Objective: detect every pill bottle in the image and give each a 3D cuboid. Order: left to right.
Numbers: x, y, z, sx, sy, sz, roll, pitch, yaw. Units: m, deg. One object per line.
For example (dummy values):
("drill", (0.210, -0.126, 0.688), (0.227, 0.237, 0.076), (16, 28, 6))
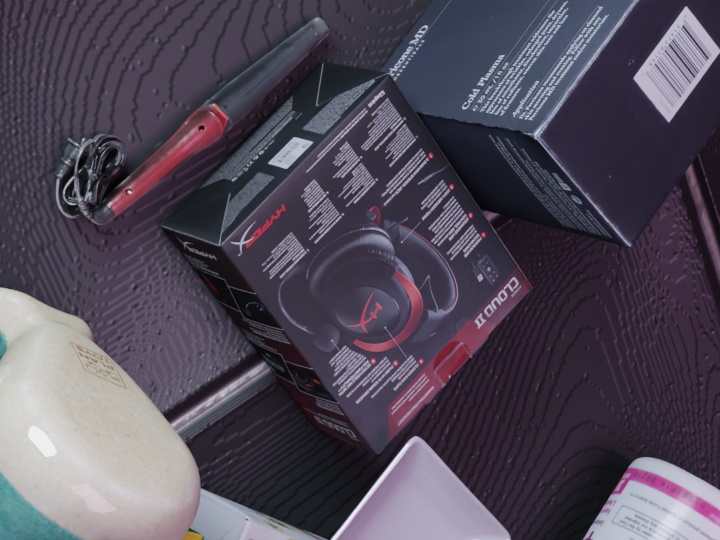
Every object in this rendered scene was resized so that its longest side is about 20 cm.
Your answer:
("pill bottle", (0.178, 0.235, 1.499), (0.113, 0.113, 0.200), (42, 76, -33))

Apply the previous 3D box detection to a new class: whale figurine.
("whale figurine", (-0.166, 0.093, 1.203), (0.159, 0.200, 0.104), (26, 111, -36))

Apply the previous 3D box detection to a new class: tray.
("tray", (-0.003, 0.202, 1.326), (0.200, 0.022, 0.107), (-51, 123, -15))

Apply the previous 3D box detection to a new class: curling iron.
("curling iron", (-0.093, -0.091, 1.298), (0.200, 0.026, 0.050), (-35, 120, -24))

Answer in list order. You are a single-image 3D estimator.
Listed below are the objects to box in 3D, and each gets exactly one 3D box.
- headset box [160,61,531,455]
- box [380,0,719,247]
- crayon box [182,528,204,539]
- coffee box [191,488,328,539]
("headset box", (0.000, 0.000, 1.351), (0.149, 0.075, 0.200), (-47, 121, -17))
("box", (0.133, -0.134, 1.348), (0.200, 0.182, 0.104), (-53, 123, -13))
("crayon box", (-0.198, 0.172, 1.264), (0.200, 0.058, 0.119), (23, 87, -35))
("coffee box", (-0.032, 0.221, 1.373), (0.200, 0.080, 0.115), (25, 86, -35))
